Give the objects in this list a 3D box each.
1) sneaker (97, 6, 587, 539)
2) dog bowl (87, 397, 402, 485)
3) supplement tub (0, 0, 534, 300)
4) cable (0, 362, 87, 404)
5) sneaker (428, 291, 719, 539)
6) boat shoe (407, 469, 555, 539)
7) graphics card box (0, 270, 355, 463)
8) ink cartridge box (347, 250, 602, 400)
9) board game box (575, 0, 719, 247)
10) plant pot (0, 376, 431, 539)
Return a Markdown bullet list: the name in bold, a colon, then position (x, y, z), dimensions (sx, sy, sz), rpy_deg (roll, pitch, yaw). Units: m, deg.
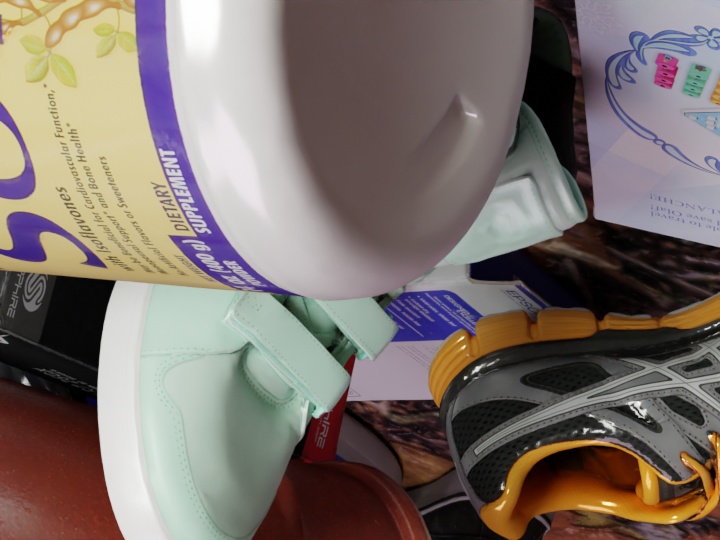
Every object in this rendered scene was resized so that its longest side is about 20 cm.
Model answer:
- **sneaker**: position (0.000, -0.001, 0.690), dimensions (0.118, 0.201, 0.074), rpy_deg (0, 150, 34)
- **dog bowl**: position (-0.084, 0.113, 1.221), dimensions (0.200, 0.079, 0.200), rpy_deg (17, 158, 7)
- **supplement tub**: position (-0.071, -0.070, 0.606), dimensions (0.200, 0.146, 0.145), rpy_deg (4, 153, 31)
- **cable**: position (-0.190, 0.027, 0.847), dimensions (0.200, 0.163, 0.051), rpy_deg (48, 175, -13)
- **sneaker**: position (0.127, 0.055, 0.863), dimensions (0.199, 0.077, 0.078), rpy_deg (-9, 140, 7)
- **boat shoe**: position (0.044, 0.154, 1.229), dimensions (0.071, 0.064, 0.200), rpy_deg (22, 158, -6)
- **graphics card box**: position (-0.066, -0.014, 0.808), dimensions (0.051, 0.126, 0.200), rpy_deg (6, 167, 32)
- **ink cartridge box**: position (0.025, 0.017, 0.967), dimensions (0.200, 0.039, 0.099), rpy_deg (-2, 149, 45)
- **board game box**: position (0.163, -0.054, 0.682), dimensions (0.199, 0.043, 0.199), rpy_deg (13, 156, 14)
- **plant pot**: position (-0.111, 0.121, 0.755), dimensions (0.195, 0.201, 0.201), rpy_deg (27, 157, -28)
